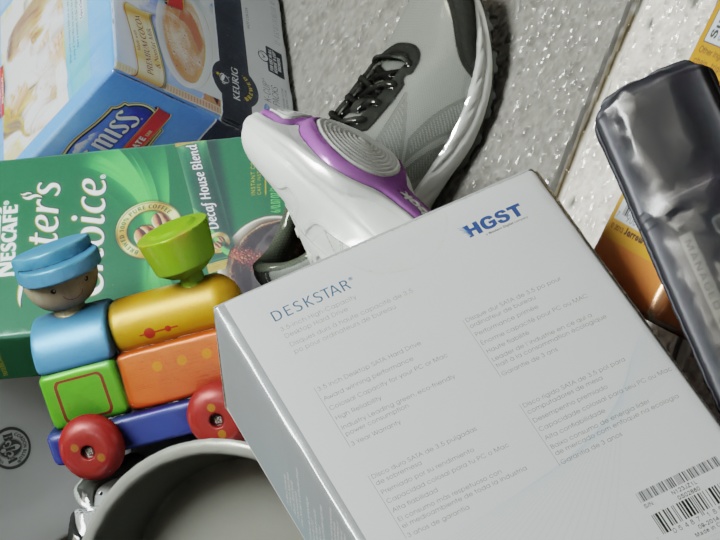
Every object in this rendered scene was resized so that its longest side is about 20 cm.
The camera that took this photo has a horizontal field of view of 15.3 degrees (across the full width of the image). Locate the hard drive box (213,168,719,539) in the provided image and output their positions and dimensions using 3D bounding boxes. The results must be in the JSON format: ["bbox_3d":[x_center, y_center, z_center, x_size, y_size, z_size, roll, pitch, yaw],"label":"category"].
[{"bbox_3d":[0.053,0.075,1.084,0.201,0.155,0.077,57,163,33],"label":"hard drive box"}]

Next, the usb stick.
[{"bbox_3d":[0.152,0.010,1.071,0.055,0.033,0.201,-25,74,11],"label":"usb stick"}]

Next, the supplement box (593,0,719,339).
[{"bbox_3d":[0.175,-0.065,1.135,0.201,0.066,0.069,-62,30,6],"label":"supplement box"}]

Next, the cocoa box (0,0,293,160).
[{"bbox_3d":[-0.133,-0.124,1.569,0.133,0.131,0.201,-42,39,33],"label":"cocoa box"}]

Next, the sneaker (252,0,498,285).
[{"bbox_3d":[0.008,-0.065,1.371,0.074,0.079,0.201,11,78,59],"label":"sneaker"}]

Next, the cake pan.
[{"bbox_3d":[-0.049,0.176,1.250,0.199,0.037,0.202,5,99,33],"label":"cake pan"}]

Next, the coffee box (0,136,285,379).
[{"bbox_3d":[-0.123,-0.008,1.446,0.198,0.044,0.124,-4,56,6],"label":"coffee box"}]

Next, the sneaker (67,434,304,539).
[{"bbox_3d":[-0.083,0.133,1.332,0.200,0.115,0.076,26,133,65],"label":"sneaker"}]

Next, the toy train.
[{"bbox_3d":[-0.073,0.023,1.339,0.199,0.117,0.085,-15,15,14],"label":"toy train"}]

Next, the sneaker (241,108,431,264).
[{"bbox_3d":[0.000,0.000,1.287,0.200,0.075,0.100,45,114,27],"label":"sneaker"}]

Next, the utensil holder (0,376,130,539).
[{"bbox_3d":[-0.230,0.047,1.572,0.170,0.169,0.200,-53,37,20],"label":"utensil holder"}]
